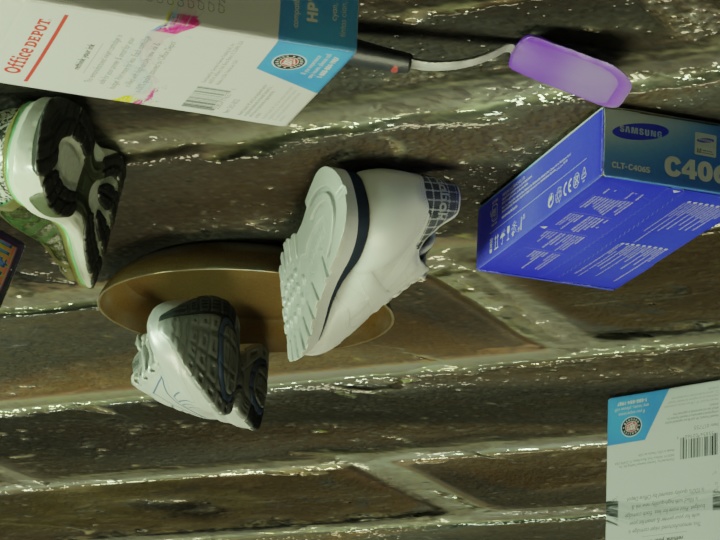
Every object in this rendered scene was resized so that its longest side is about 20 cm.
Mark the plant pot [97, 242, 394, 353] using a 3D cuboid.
[{"bbox_3d":[-0.076,0.017,1.819,0.200,0.028,0.200,3,164,1],"label":"plant pot"}]

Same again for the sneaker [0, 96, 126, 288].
[{"bbox_3d":[-0.192,-0.052,1.566,0.088,0.077,0.200,13,160,12],"label":"sneaker"}]

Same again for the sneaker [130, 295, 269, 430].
[{"bbox_3d":[-0.119,0.066,1.825,0.087,0.075,0.200,5,163,10],"label":"sneaker"}]

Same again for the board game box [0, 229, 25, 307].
[{"bbox_3d":[-0.318,-0.017,1.610,0.165,0.057,0.200,29,157,-27],"label":"board game box"}]

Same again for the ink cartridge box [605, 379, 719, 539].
[{"bbox_3d":[0.249,0.192,2.042,0.116,0.200,0.068,-12,157,41],"label":"ink cartridge box"}]

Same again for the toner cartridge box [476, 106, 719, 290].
[{"bbox_3d":[0.145,-0.039,1.574,0.095,0.043,0.200,7,163,-17],"label":"toner cartridge box"}]

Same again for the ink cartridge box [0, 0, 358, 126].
[{"bbox_3d":[-0.111,-0.129,1.277,0.200,0.068,0.115,8,162,-17],"label":"ink cartridge box"}]

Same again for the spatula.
[{"bbox_3d":[0.041,-0.110,1.395,0.200,0.021,0.057,6,164,-7],"label":"spatula"}]

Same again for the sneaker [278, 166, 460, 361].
[{"bbox_3d":[0.000,0.000,1.656,0.080,0.077,0.200,-6,159,-18],"label":"sneaker"}]
